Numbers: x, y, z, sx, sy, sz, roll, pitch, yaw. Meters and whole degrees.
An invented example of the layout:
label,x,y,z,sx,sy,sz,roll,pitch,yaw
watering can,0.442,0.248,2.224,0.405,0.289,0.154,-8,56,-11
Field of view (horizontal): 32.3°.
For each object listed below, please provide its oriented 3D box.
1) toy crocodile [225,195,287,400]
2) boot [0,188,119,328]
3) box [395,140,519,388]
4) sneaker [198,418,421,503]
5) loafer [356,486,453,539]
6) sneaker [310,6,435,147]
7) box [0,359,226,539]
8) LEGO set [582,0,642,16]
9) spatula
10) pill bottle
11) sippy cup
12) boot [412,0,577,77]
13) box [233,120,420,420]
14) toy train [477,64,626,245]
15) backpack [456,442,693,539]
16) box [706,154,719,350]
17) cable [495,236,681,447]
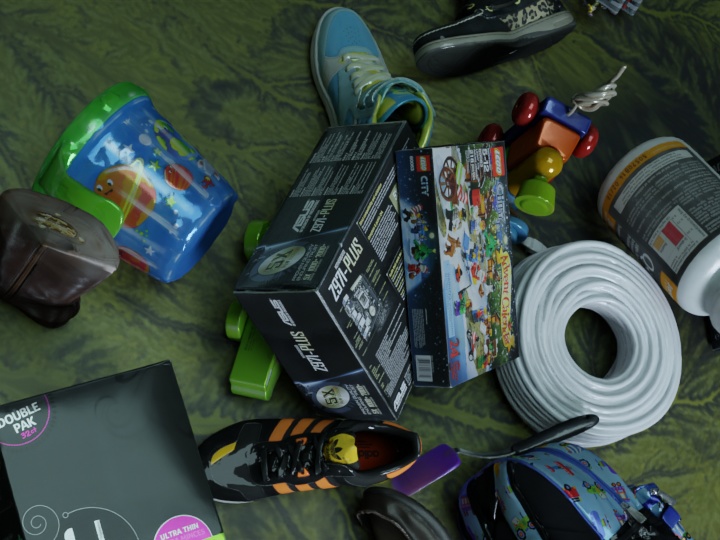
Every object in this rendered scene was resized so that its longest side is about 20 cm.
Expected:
label,x,y,z,sx,sy,sz,roll,pitch,yaw
toy crocodile,-0.071,0.019,1.106,0.067,0.062,0.201,5,70,20
boot,-0.280,-0.031,0.948,0.186,0.200,0.064,29,69,-12
box,0.088,-0.010,1.085,0.136,0.038,0.201,-14,101,-56
sneaker,-0.043,0.154,1.057,0.199,0.090,0.070,-1,75,-24
loafer,0.055,0.277,1.072,0.071,0.073,0.200,-35,90,-29
sneaker,0.016,-0.172,1.155,0.079,0.131,0.201,-9,78,-24
box,-0.199,0.191,0.961,0.148,0.124,0.201,-14,80,-27
LEGO set,0.237,-0.335,1.305,0.154,0.116,0.200,35,24,14
spatula,0.123,0.161,1.121,0.199,0.057,0.021,-14,105,-10
pill bottle,0.330,-0.030,1.212,0.116,0.117,0.200,-14,49,-26
sippy cup,-0.178,-0.063,1.024,0.130,0.140,0.178,37,54,3
boot,0.112,-0.286,1.264,0.203,0.073,0.154,-18,80,-33
box,0.000,0.000,1.064,0.164,0.086,0.200,59,43,-38
toy train,0.175,-0.104,1.160,0.084,0.200,0.116,25,63,-14
backpack,0.188,0.239,1.090,0.134,0.183,0.200,-29,76,-35
box,0.445,-0.035,1.259,0.124,0.200,0.197,0,75,-23
cable,0.221,0.069,1.206,0.199,0.069,0.201,15,69,-18
